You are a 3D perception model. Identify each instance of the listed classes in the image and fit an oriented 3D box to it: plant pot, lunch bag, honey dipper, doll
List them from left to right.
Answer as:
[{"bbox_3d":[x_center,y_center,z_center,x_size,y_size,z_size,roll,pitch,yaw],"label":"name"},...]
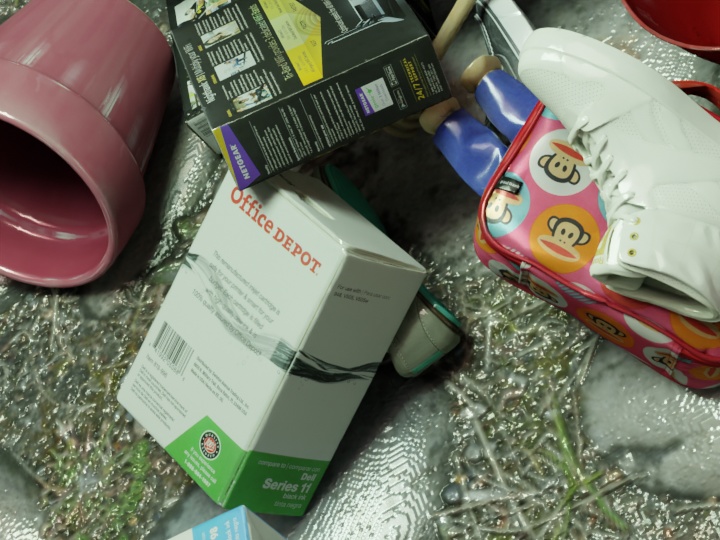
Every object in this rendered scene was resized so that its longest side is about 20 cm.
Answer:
[{"bbox_3d":[-0.235,-0.116,1.833,0.200,0.200,0.179,0,45,33],"label":"plant pot"},{"bbox_3d":[0.066,-0.178,1.694,0.200,0.038,0.038,-60,37,35],"label":"honey dipper"},{"bbox_3d":[0.135,-0.056,1.584,0.136,0.048,0.200,-44,73,4],"label":"doll"},{"bbox_3d":[0.189,-0.041,1.517,0.200,0.082,0.176,30,75,8],"label":"lunch bag"}]

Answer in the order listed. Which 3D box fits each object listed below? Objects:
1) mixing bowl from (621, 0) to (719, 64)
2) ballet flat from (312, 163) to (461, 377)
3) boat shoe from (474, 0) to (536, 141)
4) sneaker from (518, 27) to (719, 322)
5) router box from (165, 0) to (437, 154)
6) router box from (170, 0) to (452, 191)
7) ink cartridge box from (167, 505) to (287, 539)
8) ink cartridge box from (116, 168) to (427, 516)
[{"bbox_3d":[0.279,-0.206,1.593,0.200,0.108,0.200,-16,55,25],"label":"mixing bowl"},{"bbox_3d":[0.000,0.000,1.674,0.064,0.067,0.200,-44,47,8],"label":"ballet flat"},{"bbox_3d":[0.114,-0.121,1.679,0.068,0.072,0.200,-33,56,9],"label":"boat shoe"},{"bbox_3d":[0.158,-0.053,1.439,0.200,0.074,0.116,35,72,8],"label":"sneaker"},{"bbox_3d":[-0.049,-0.197,1.842,0.200,0.051,0.149,-26,48,17],"label":"router box"},{"bbox_3d":[-0.038,-0.144,1.649,0.157,0.052,0.200,-24,28,-1],"label":"router box"},{"bbox_3d":[-0.127,0.240,1.565,0.200,0.116,0.067,-26,50,16],"label":"ink cartridge box"},{"bbox_3d":[-0.062,0.044,1.629,0.147,0.083,0.200,42,111,43],"label":"ink cartridge box"}]
